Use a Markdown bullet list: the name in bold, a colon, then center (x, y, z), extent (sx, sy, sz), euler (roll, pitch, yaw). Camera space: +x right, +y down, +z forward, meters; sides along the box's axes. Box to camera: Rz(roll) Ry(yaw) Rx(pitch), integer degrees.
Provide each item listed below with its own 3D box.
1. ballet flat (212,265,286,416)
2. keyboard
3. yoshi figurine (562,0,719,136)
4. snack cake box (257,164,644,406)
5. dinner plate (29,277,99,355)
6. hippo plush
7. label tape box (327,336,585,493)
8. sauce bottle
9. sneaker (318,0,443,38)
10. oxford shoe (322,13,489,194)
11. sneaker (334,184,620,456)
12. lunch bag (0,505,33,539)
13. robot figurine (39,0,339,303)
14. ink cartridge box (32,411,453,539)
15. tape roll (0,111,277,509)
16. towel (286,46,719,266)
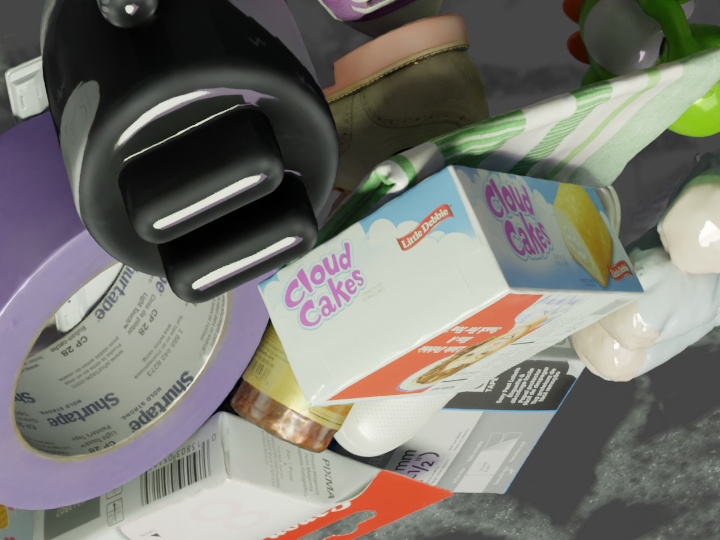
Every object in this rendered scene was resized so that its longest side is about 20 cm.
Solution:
- **ballet flat**: center (-0.085, 0.055, 1.308), extent (0.073, 0.073, 0.200), euler (-10, 138, -17)
- **keyboard**: center (-0.147, -0.042, 1.188), extent (0.056, 0.011, 0.200), euler (-32, 145, -24)
- **yoshi figurine**: center (0.179, -0.145, 1.172), extent (0.112, 0.112, 0.200), euler (-13, 146, -24)
- **snack cake box**: center (0.049, 0.009, 1.112), extent (0.115, 0.067, 0.200), euler (-29, 167, 21)
- **dinner plate**: center (-0.225, 0.032, 1.246), extent (0.199, 0.024, 0.200), euler (-14, 143, -11)
- **hippo plush**: center (0.226, 0.023, 1.279), extent (0.159, 0.161, 0.200), euler (-52, 177, 32)
- **label tape box**: center (0.018, 0.072, 1.374), extent (0.199, 0.066, 0.143), euler (2, 140, -24)
- **sauce bottle**: center (0.000, 0.000, 1.232), extent (0.066, 0.066, 0.200), euler (24, 96, -45)
- **sneaker**: center (0.002, -0.148, 1.066), extent (0.072, 0.114, 0.201), euler (-28, 145, 5)
- **oxford shoe**: center (-0.008, -0.060, 1.162), extent (0.071, 0.074, 0.200), euler (-17, 172, -37)
- **sneaker**: center (0.063, 0.020, 1.251), extent (0.074, 0.116, 0.200), euler (41, 78, -14)
- **lunch bag**: center (-0.245, 0.240, 1.413), extent (0.169, 0.127, 0.200), euler (-2, 129, -29)
- **robot figurine**: center (-0.078, -0.078, 1.036), extent (0.124, 0.200, 0.151), euler (5, 128, -22)
- **ink cartridge box**: center (-0.065, 0.152, 1.324), extent (0.162, 0.057, 0.200), euler (-28, 141, 34)
- **tape roll**: center (-0.145, 0.020, 1.167), extent (0.200, 0.085, 0.200), euler (-31, 143, -26)
- **towel**: center (0.073, -0.049, 1.124), extent (0.199, 0.023, 0.153), euler (-19, 166, -26)
